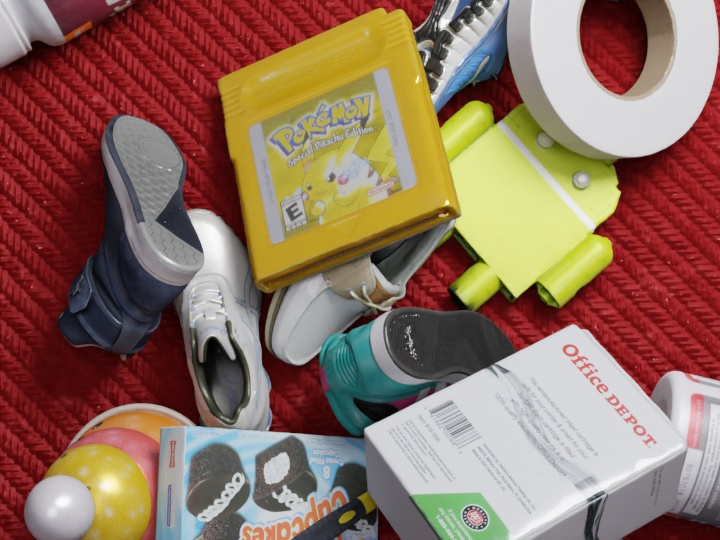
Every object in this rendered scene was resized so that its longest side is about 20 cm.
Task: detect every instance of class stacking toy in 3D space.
[{"bbox_3d":[-0.192,0.171,1.108,0.145,0.200,0.148,-1,83,11],"label":"stacking toy"}]

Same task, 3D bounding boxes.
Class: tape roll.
[{"bbox_3d":[0.209,-0.193,1.222,0.201,0.037,0.205,-1,91,-29],"label":"tape roll"}]

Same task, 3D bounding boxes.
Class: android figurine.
[{"bbox_3d":[0.136,-0.060,1.253,0.200,0.041,0.182,-39,84,-6],"label":"android figurine"}]

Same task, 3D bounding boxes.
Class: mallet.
[{"bbox_3d":[0.001,0.173,1.165,0.199,0.041,0.066,-18,81,-37],"label":"mallet"}]

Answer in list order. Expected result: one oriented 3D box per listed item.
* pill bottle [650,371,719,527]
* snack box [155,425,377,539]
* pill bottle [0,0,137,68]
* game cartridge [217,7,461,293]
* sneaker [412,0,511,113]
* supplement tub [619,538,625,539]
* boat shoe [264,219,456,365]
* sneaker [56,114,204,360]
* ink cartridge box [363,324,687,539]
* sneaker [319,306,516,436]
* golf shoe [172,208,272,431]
[{"bbox_3d":[0.329,0.157,1.189,0.198,0.114,0.115,13,80,0],"label":"pill bottle"},{"bbox_3d":[-0.068,0.184,1.146,0.199,0.037,0.117,9,78,-43],"label":"snack box"},{"bbox_3d":[-0.238,-0.258,1.229,0.199,0.114,0.115,-32,84,-7],"label":"pill bottle"},{"bbox_3d":[-0.023,-0.102,1.197,0.175,0.032,0.201,-22,63,15],"label":"game cartridge"},{"bbox_3d":[0.078,-0.170,1.245,0.200,0.089,0.079,-50,52,12],"label":"sneaker"},{"bbox_3d":[0.209,0.297,1.156,0.200,0.123,0.123,43,81,5],"label":"supplement tub"},{"bbox_3d":[0.000,0.000,1.199,0.068,0.075,0.201,40,96,38],"label":"boat shoe"},{"bbox_3d":[-0.198,-0.022,1.212,0.076,0.147,0.203,17,36,-29],"label":"sneaker"},{"bbox_3d":[0.122,0.148,1.113,0.199,0.083,0.147,-24,51,-18],"label":"ink cartridge box"},{"bbox_3d":[0.036,0.086,1.189,0.120,0.199,0.084,-23,66,33],"label":"sneaker"},{"bbox_3d":[-0.113,0.040,1.196,0.078,0.097,0.202,-15,80,-3],"label":"golf shoe"}]
